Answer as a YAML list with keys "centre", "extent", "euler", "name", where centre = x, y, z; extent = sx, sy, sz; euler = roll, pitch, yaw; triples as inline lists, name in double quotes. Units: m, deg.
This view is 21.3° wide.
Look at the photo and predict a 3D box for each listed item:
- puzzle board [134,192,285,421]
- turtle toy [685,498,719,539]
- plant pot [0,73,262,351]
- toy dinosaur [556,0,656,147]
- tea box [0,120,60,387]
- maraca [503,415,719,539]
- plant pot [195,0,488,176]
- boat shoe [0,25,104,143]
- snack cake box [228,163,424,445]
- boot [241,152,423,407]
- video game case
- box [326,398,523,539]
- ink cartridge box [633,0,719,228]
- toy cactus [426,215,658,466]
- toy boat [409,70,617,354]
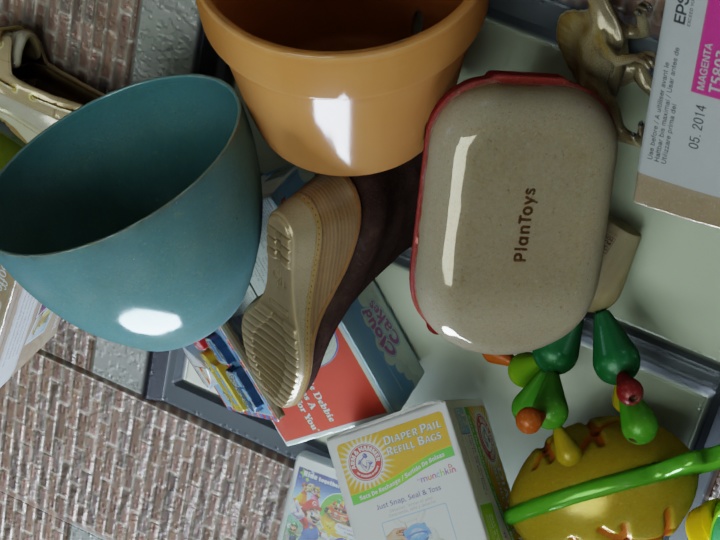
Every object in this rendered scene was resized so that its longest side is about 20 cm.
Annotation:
- centre: [-0.138, 0.032, 1.507]
  extent: [0.201, 0.017, 0.151]
  euler: [59, 163, -10]
  name: "puzzle board"
- centre: [0.331, 0.229, 1.395]
  extent: [0.145, 0.101, 0.200]
  euler: [-31, 112, 37]
  name: "turtle toy"
- centre: [-0.148, -0.023, 1.342]
  extent: [0.198, 0.201, 0.135]
  euler: [-6, 127, 29]
  name: "plant pot"
- centre: [0.168, -0.130, 1.302]
  extent: [0.101, 0.058, 0.201]
  euler: [37, 143, 33]
  name: "toy dinosaur"
- centre: [-0.333, -0.036, 1.552]
  extent: [0.196, 0.134, 0.201]
  euler: [30, 127, 8]
  name: "tea box"
- centre: [0.198, 0.157, 1.412]
  extent: [0.199, 0.137, 0.108]
  euler: [-21, 80, 27]
  name: "maraca"
- centre: [-0.010, -0.159, 1.293]
  extent: [0.198, 0.201, 0.141]
  euler: [16, 140, 17]
  name: "plant pot"
- centre: [-0.270, -0.156, 1.496]
  extent: [0.199, 0.074, 0.069]
  euler: [33, 116, 4]
  name: "boat shoe"
- centre: [-0.050, 0.027, 1.490]
  extent: [0.114, 0.067, 0.201]
  euler: [-19, 108, 33]
  name: "snack cake box"
- centre: [0.000, 0.000, 1.390]
  extent: [0.072, 0.166, 0.201]
  euler: [42, 142, 30]
  name: "boot"
- centre: [-0.009, 0.266, 1.603]
  extent: [0.142, 0.018, 0.202]
  euler: [18, 106, 16]
  name: "video game case"
- centre: [0.062, 0.205, 1.454]
  extent: [0.101, 0.112, 0.202]
  euler: [-19, 82, 17]
  name: "box"
- centre: [0.236, -0.152, 1.179]
  extent: [0.074, 0.165, 0.202]
  euler: [17, 124, 18]
  name: "ink cartridge box"
- centre: [0.142, 0.036, 1.379]
  extent: [0.200, 0.102, 0.166]
  euler: [40, 110, 38]
  name: "toy cactus"
- centre: [0.096, -0.047, 1.309]
  extent: [0.129, 0.131, 0.202]
  euler: [3, 113, -9]
  name: "toy boat"
